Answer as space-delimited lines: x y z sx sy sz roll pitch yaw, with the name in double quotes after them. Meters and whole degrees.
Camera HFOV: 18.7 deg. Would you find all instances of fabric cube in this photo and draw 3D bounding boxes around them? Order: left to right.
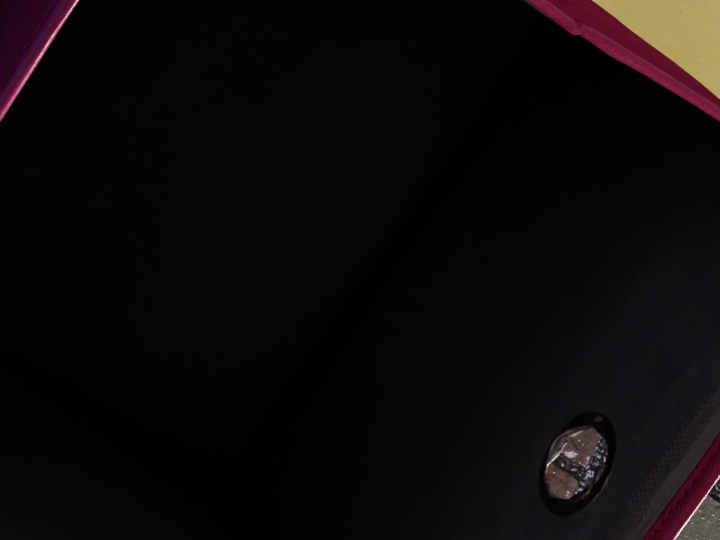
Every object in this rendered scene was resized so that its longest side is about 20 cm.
-0.035 -0.013 0.551 0.197 0.200 0.199 -55 -152 10 "fabric cube"

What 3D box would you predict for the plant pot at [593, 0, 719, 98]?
0.067 -0.160 0.796 0.176 0.200 0.200 -23 -127 0 "plant pot"
